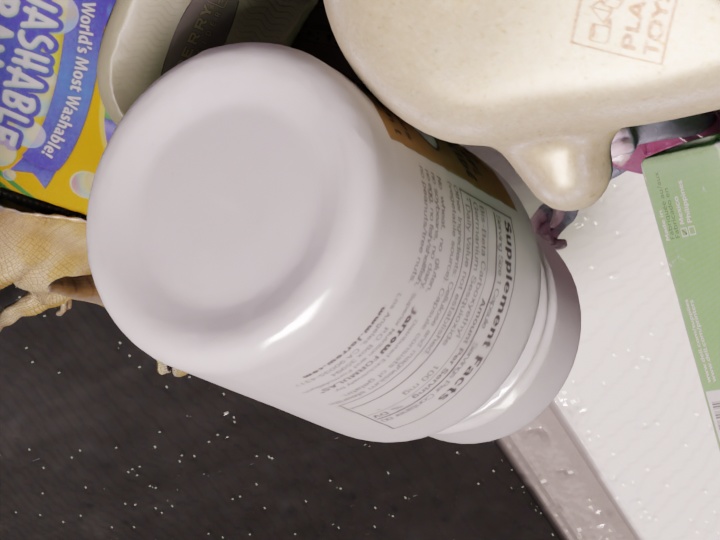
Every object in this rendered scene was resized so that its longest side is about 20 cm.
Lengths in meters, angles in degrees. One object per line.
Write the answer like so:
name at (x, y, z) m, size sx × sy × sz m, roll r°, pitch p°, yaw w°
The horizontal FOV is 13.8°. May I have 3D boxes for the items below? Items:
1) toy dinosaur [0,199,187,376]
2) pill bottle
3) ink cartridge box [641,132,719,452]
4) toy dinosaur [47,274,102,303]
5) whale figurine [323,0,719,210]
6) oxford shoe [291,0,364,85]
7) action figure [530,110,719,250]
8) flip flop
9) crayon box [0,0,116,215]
toy dinosaur at (-0.144, -0.011, 1.206) m, size 0.101 × 0.058 × 0.200 m, roll -7°, pitch 156°, yaw 32°
pill bottle at (0.000, 0.000, 1.062) m, size 0.114 × 0.115 × 0.200 m, roll -19°, pitch 158°, yaw 23°
ink cartridge box at (0.204, 0.003, 1.084) m, size 0.048 × 0.200 × 0.146 m, roll -14°, pitch 93°, yaw 53°
toy dinosaur at (-0.048, -0.013, 1.143) m, size 0.060 × 0.200 × 0.106 m, roll 27°, pitch 142°, yaw 40°
whale figurine at (0.088, -0.098, 0.984) m, size 0.199 × 0.104 × 0.160 m, roll 15°, pitch 109°, yaw 12°
oxford shoe at (-0.020, -0.115, 1.079) m, size 0.199 × 0.071 × 0.073 m, roll 22°, pitch 140°, yaw -1°
action figure at (0.144, -0.039, 1.122) m, size 0.149 × 0.134 × 0.201 m, roll -25°, pitch 97°, yaw -11°
flip flop at (-0.038, -0.126, 1.021) m, size 0.081 × 0.058 × 0.200 m, roll 24°, pitch 111°, yaw -5°
crayon box at (-0.098, -0.084, 1.164) m, size 0.199 × 0.052 × 0.126 m, roll 17°, pitch 128°, yaw -4°
